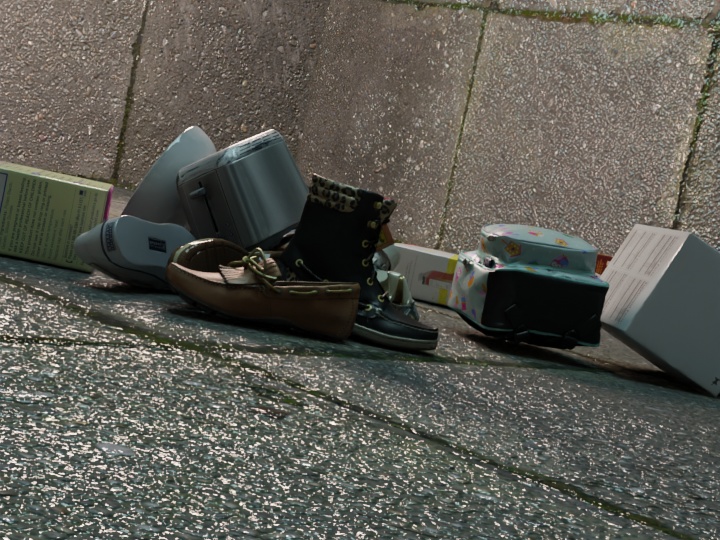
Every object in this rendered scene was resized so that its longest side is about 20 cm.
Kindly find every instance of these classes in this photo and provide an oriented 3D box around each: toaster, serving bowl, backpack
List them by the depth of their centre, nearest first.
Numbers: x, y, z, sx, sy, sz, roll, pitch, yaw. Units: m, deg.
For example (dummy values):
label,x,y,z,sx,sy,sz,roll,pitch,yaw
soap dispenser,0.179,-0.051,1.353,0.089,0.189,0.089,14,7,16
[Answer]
label,x,y,z,sx,sy,sz,roll,pitch,yaw
toaster,-0.135,-0.090,1.434,0.113,0.130,0.200,-18,8,32
serving bowl,-0.241,-0.085,1.512,0.066,0.201,0.200,34,4,-1
backpack,0.211,0.019,1.544,0.174,0.155,0.200,5,-1,-17

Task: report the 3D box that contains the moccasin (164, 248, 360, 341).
label,x,y,z,sx,sy,sz,roll,pitch,yaw
moccasin,-0.097,0.017,1.189,0.199,0.079,0.074,12,4,-9

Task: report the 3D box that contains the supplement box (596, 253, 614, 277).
label,x,y,z,sx,sy,sz,roll,pitch,yaw
supplement box,0.558,0.050,2.384,0.196,0.134,0.199,10,4,-34

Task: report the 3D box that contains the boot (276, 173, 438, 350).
label,x,y,z,sx,sy,sz,roll,pitch,yaw
boot,0.007,-0.007,1.272,0.198,0.152,0.073,19,2,7

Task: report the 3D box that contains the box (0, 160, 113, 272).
label,x,y,z,sx,sy,sz,roll,pitch,yaw
box,-0.399,-0.072,1.384,0.198,0.098,0.176,12,4,-12

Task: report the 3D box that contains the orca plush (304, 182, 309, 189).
label,x,y,z,sx,sy,sz,roll,pitch,yaw
orca plush,-0.163,-0.068,1.579,0.105,0.200,0.071,46,-5,-27

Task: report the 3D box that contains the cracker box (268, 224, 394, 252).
label,x,y,z,sx,sy,sz,roll,pitch,yaw
cracker box,-0.056,-0.028,1.483,0.133,0.058,0.200,-26,8,-17

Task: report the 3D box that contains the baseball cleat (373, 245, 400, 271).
label,x,y,z,sx,sy,sz,roll,pitch,yaw
baseball cleat,0.000,0.000,1.524,0.070,0.107,0.200,42,5,0

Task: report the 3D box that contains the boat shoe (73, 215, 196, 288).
label,x,y,z,sx,sy,sz,roll,pitch,yaw
boat shoe,-0.239,-0.013,1.296,0.065,0.073,0.200,-11,-9,21

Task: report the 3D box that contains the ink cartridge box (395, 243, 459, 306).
label,x,y,z,sx,sy,sz,roll,pitch,yaw
ink cartridge box,0.151,0.015,1.970,0.198,0.084,0.145,14,4,19

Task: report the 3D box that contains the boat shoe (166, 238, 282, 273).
label,x,y,z,sx,sy,sz,roll,pitch,yaw
boat shoe,-0.150,0.010,1.296,0.074,0.076,0.202,-8,-10,33

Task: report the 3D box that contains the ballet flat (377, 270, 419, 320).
label,x,y,z,sx,sy,sz,roll,pitch,yaw
ballet flat,0.030,0.034,1.424,0.071,0.073,0.200,14,4,21

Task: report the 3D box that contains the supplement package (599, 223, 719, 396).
label,x,y,z,sx,sy,sz,roll,pitch,yaw
supplement package,0.412,0.046,1.545,0.151,0.151,0.200,34,1,-8
